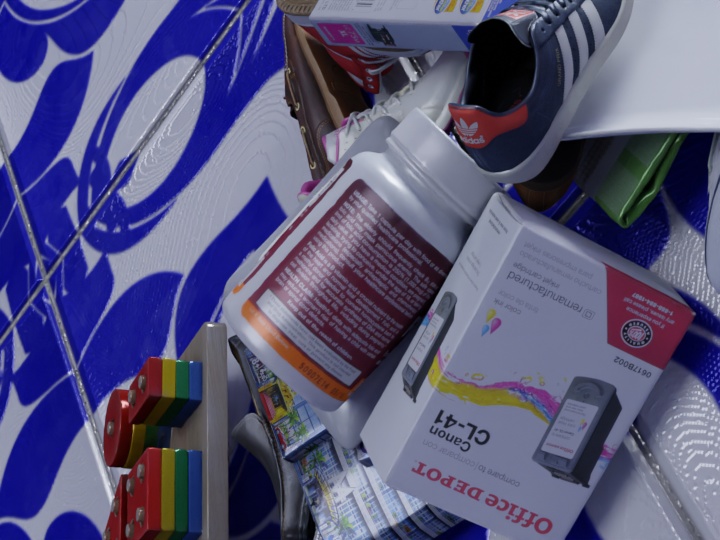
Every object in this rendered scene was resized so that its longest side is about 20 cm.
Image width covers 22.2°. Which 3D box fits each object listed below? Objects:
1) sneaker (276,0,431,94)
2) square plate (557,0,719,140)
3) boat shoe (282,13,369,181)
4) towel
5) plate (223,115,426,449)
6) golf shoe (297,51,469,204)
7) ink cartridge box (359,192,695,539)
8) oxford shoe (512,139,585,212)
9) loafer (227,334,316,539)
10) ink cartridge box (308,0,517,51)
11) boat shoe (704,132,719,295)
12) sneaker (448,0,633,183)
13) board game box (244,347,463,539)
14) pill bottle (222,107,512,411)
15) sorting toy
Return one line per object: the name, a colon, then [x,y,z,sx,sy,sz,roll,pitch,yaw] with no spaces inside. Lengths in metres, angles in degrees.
sneaker: [0.024,-0.191,1.499,0.072,0.112,0.199,-55,39,-6]
square plate: [0.208,-0.166,1.234,0.198,0.028,0.200,-1,59,39]
boat shoe: [-0.037,-0.153,1.589,0.070,0.070,0.202,-40,48,30]
towel: [0.190,-0.133,1.322,0.150,0.030,0.200,-60,29,18]
plate: [0.000,0.000,1.389,0.200,0.032,0.200,-47,52,6]
golf shoe: [0.022,-0.108,1.475,0.201,0.091,0.075,-59,4,13]
ink cartridge box: [0.113,0.072,1.252,0.201,0.146,0.086,-62,17,10]
oxford shoe: [0.142,-0.135,1.315,0.071,0.071,0.202,15,67,11]
loafer: [-0.069,0.135,1.494,0.073,0.071,0.202,92,174,-55]
ink cartridge box: [0.066,-0.221,1.372,0.199,0.042,0.120,7,61,41]
boat shoe: [0.266,-0.072,1.215,0.067,0.073,0.202,-6,60,64]
sneaker: [0.118,-0.160,1.217,0.074,0.085,0.202,4,61,41]
board game box: [0.032,0.095,1.384,0.199,0.062,0.201,-35,55,16]
pill bottle: [0.007,-0.009,1.297,0.200,0.114,0.114,-47,43,5]
sorting toy: [-0.173,0.171,1.565,0.199,0.069,0.202,131,141,-58]
